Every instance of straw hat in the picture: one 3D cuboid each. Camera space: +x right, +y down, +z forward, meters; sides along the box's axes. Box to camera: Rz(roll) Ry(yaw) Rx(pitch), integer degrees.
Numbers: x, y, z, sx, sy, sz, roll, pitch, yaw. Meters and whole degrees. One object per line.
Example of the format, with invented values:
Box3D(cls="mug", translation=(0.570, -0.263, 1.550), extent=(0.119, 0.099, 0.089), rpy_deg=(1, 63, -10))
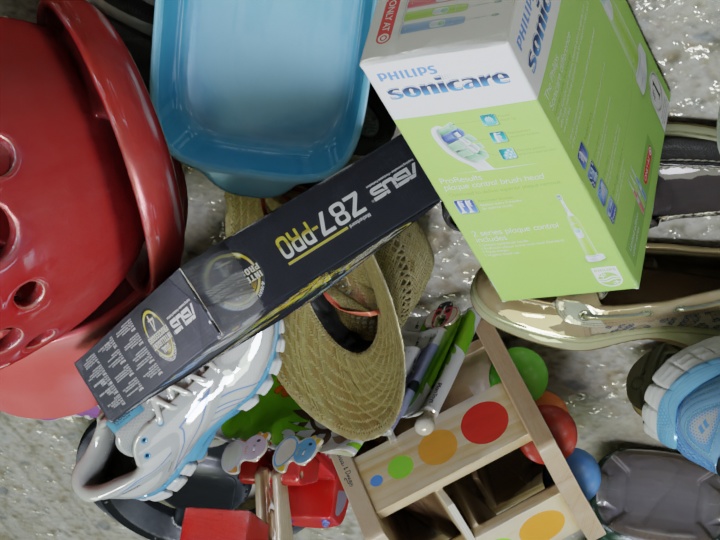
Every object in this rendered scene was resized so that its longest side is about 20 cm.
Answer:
Box3D(cls="straw hat", translation=(0.000, 0.000, 1.302), extent=(0.201, 0.085, 0.201), rpy_deg=(36, 140, 38))

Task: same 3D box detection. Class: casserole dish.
Box3D(cls="casserole dish", translation=(-0.050, -0.140, 1.115), extent=(0.121, 0.039, 0.200), rpy_deg=(8, 109, 2))

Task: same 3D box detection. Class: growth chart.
Box3D(cls="growth chart", translation=(-0.015, 0.076, 1.375), extent=(0.200, 0.145, 0.018), rpy_deg=(-8, 132, 31))

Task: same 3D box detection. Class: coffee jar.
Box3D(cls="coffee jar", translation=(0.212, 0.219, 1.535), extent=(0.104, 0.085, 0.200), rpy_deg=(8, 143, 3))

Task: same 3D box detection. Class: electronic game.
Box3D(cls="electronic game", translation=(-0.124, 0.160, 1.607), extent=(0.199, 0.042, 0.200), rpy_deg=(4, 140, 3))

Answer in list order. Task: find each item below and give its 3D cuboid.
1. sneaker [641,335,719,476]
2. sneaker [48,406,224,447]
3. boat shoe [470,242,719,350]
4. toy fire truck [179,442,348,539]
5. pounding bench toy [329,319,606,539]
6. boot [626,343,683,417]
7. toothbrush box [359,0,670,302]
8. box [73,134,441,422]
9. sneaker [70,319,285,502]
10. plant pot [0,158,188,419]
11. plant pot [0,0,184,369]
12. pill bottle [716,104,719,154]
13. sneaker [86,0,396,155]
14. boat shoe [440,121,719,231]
Box3D(cls="sneaker", translation=(0.272, 0.066, 1.242), extent=(0.200, 0.090, 0.078), rpy_deg=(-31, 138, -13))
Box3D(cls="sneaker", translation=(-0.186, 0.085, 1.513), extent=(0.200, 0.073, 0.114), rpy_deg=(27, 147, 1))
Box3D(cls="boat shoe", translation=(0.170, 0.007, 1.285), extent=(0.199, 0.073, 0.063), rpy_deg=(2, 137, -2))
Box3D(cls="toy fire truck", translation=(-0.060, 0.163, 1.449), extent=(0.049, 0.141, 0.200), rpy_deg=(0, 156, 19))
Box3D(cls="pounding bench toy", translation=(0.062, 0.108, 1.417), extent=(0.156, 0.200, 0.124), rpy_deg=(-29, 137, 3))
Box3D(cls="boot", translation=(0.293, 0.123, 1.397), extent=(0.175, 0.066, 0.200), rpy_deg=(-6, 141, 26))
Box3D(cls="toothbrush box", translation=(0.089, -0.101, 1.096), extent=(0.086, 0.146, 0.200), rpy_deg=(-5, 141, 26))
Box3D(cls="box", translation=(-0.061, 0.007, 1.151), extent=(0.049, 0.161, 0.200), rpy_deg=(59, 150, 3))
Box3D(cls="sneaker", translation=(-0.123, 0.084, 1.331), extent=(0.075, 0.087, 0.200), rpy_deg=(44, 117, 21))
Box3D(cls="plant pot", translation=(-0.207, -0.002, 1.308), extent=(0.200, 0.201, 0.177), rpy_deg=(12, 153, 4))
Box3D(cls="plant pot", translation=(-0.204, -0.049, 1.123), extent=(0.182, 0.201, 0.201), rpy_deg=(-21, 146, -14))
Box3D(cls="pill bottle", translation=(0.303, -0.066, 1.092), extent=(0.200, 0.120, 0.120), rpy_deg=(26, 143, -15))
Box3D(cls="sneaker", translation=(-0.079, -0.113, 1.210), extent=(0.200, 0.075, 0.116), rpy_deg=(31, 147, -5))
Box3D(cls="boat shoe", translation=(0.145, -0.044, 1.222), extent=(0.200, 0.065, 0.073), rpy_deg=(-1, 140, 19))
